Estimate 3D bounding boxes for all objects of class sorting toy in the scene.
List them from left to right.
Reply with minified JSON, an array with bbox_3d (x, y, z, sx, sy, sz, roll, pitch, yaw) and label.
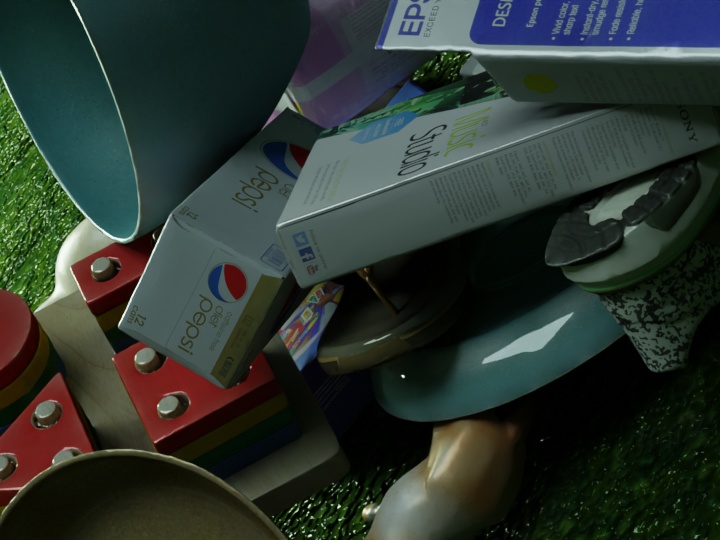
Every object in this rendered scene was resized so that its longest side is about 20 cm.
[{"bbox_3d":[-0.136,0.065,1.198,0.198,0.070,0.200,-28,44,-4],"label":"sorting toy"}]

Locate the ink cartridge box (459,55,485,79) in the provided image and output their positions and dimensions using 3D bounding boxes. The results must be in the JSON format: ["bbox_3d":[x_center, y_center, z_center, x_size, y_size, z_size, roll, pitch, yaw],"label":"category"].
[{"bbox_3d":[0.148,-0.121,1.180,0.104,0.059,0.200,-55,27,-16],"label":"ink cartridge box"}]

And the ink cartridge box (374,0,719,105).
[{"bbox_3d":[0.128,-0.159,1.001,0.199,0.047,0.199,3,59,28],"label":"ink cartridge box"}]

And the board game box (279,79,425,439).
[{"bbox_3d":[0.000,0.000,1.281,0.200,0.045,0.134,-50,27,3],"label":"board game box"}]

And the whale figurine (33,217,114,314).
[{"bbox_3d":[-0.128,0.026,1.405,0.159,0.104,0.200,-26,-18,-44],"label":"whale figurine"}]

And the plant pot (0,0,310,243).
[{"bbox_3d":[-0.105,-0.133,1.208,0.134,0.201,0.200,-26,21,-19],"label":"plant pot"}]

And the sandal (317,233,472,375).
[{"bbox_3d":[0.016,-0.013,1.125,0.080,0.054,0.200,-25,22,27],"label":"sandal"}]

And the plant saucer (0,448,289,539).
[{"bbox_3d":[-0.089,0.175,1.086,0.200,0.201,0.035,-34,-4,30],"label":"plant saucer"}]

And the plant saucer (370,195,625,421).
[{"bbox_3d":[0.084,-0.003,1.115,0.199,0.027,0.200,-30,21,13],"label":"plant saucer"}]

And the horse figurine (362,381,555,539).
[{"bbox_3d":[0.032,0.109,1.092,0.200,0.050,0.133,-51,19,7],"label":"horse figurine"}]

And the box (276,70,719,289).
[{"bbox_3d":[0.067,-0.061,1.057,0.199,0.037,0.144,-18,18,13],"label":"box"}]

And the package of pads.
[{"bbox_3d":[0.000,-0.156,1.355,0.200,0.076,0.120,-37,31,-26],"label":"package of pads"}]

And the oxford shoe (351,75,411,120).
[{"bbox_3d":[-0.045,-0.080,1.453,0.199,0.070,0.075,-15,76,42],"label":"oxford shoe"}]

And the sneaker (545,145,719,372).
[{"bbox_3d":[0.162,-0.024,1.030,0.200,0.089,0.077,-37,21,-34],"label":"sneaker"}]

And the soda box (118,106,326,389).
[{"bbox_3d":[-0.050,-0.015,1.157,0.068,0.063,0.200,-62,-5,23],"label":"soda box"}]
